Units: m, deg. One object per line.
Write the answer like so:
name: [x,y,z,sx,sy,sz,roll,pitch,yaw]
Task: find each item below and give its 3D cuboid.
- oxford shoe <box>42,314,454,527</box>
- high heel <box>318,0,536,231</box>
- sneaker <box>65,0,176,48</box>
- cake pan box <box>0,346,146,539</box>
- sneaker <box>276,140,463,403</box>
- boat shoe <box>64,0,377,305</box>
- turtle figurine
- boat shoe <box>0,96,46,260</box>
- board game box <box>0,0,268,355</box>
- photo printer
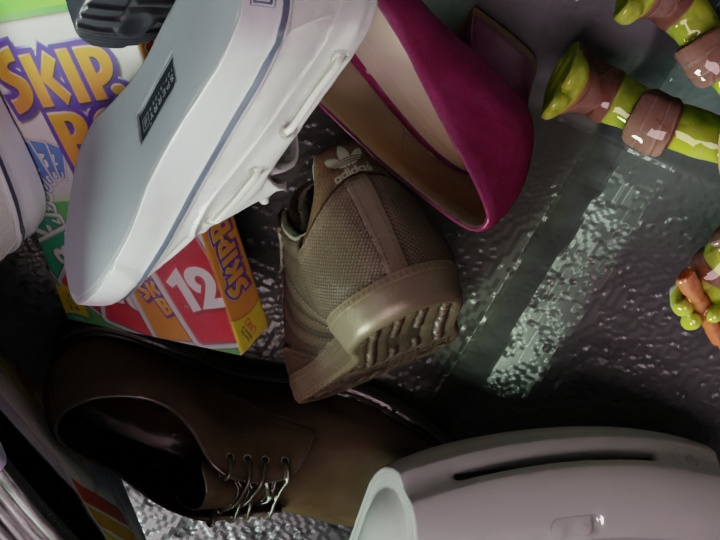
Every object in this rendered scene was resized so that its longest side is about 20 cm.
oxford shoe: [-0.045,0.085,1.245,0.199,0.085,0.073,16,126,-5]
high heel: [-0.020,-0.090,1.089,0.200,0.096,0.067,35,128,-16]
sneaker: [-0.054,-0.172,1.039,0.070,0.082,0.200,3,133,-49]
cake pan box: [-0.154,0.083,1.197,0.052,0.200,0.184,-40,115,3]
sneaker: [0.000,0.000,1.153,0.070,0.076,0.200,-20,172,-13]
boat shoe: [-0.055,-0.046,1.077,0.065,0.074,0.200,8,148,-25]
turtle figurine: [0.161,-0.055,1.100,0.161,0.065,0.200,35,136,-7]
boat shoe: [-0.201,-0.072,1.137,0.074,0.086,0.203,6,132,37]
board game box: [-0.105,-0.056,1.163,0.095,0.030,0.201,11,131,32]
photo printer: [0.066,0.148,1.248,0.165,0.070,0.201,-3,134,-22]
